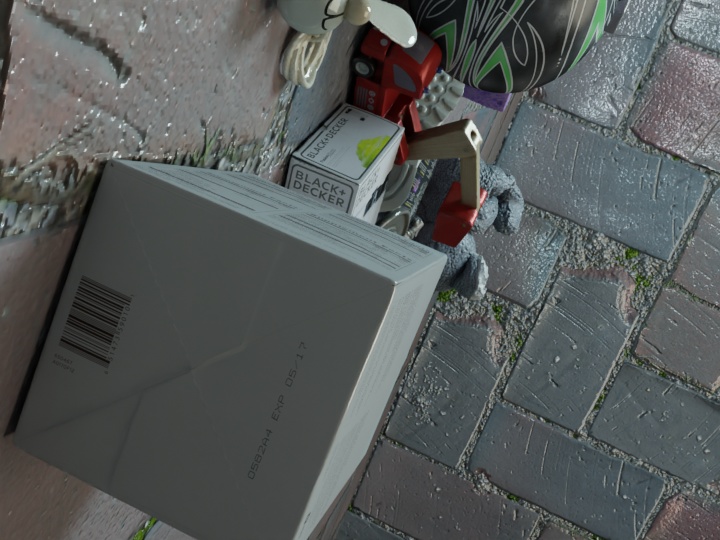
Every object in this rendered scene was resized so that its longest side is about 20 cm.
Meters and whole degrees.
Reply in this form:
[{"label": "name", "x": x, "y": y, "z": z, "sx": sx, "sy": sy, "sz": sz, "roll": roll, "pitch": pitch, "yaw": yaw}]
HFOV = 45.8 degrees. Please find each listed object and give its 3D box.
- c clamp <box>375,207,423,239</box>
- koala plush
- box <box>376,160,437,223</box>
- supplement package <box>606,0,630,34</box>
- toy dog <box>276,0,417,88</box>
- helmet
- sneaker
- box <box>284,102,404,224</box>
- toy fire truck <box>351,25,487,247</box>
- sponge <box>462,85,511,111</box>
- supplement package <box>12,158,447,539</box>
[{"label": "c clamp", "x": 0.000, "y": 0.000, "z": 0.942, "sx": 0.200, "sy": 0.027, "sz": 0.171, "roll": -41, "pitch": 169, "yaw": -14}, {"label": "koala plush", "x": 0.129, "y": -0.061, "z": 1.252, "sx": 0.184, "sy": 0.177, "sz": 0.200, "roll": 46, "pitch": 62, "yaw": -70}, {"label": "box", "x": 0.051, "y": -0.113, "z": 1.063, "sx": 0.200, "sy": 0.043, "sz": 0.161, "roll": -3, "pitch": 117, "yaw": -80}, {"label": "supplement package", "x": 0.252, "y": -0.396, "z": 1.025, "sx": 0.200, "sy": 0.191, "sz": 0.147, "roll": -34, "pitch": 146, "yaw": -74}, {"label": "toy dog", "x": 0.030, "y": -0.202, "z": 0.547, "sx": 0.132, "sy": 0.096, "sz": 0.200, "roll": 89, "pitch": 26, "yaw": -69}, {"label": "helmet", "x": 0.133, "y": -0.254, "z": 0.735, "sx": 0.191, "sy": 0.200, "sz": 0.200, "roll": -54, "pitch": 165, "yaw": -67}, {"label": "sneaker", "x": 0.046, "y": -0.152, "z": 0.893, "sx": 0.200, "sy": 0.076, "sz": 0.081, "roll": -61, "pitch": -178, "yaw": -4}, {"label": "box", "x": -0.030, "y": -0.031, "z": 0.751, "sx": 0.117, "sy": 0.060, "sz": 0.200, "roll": -55, "pitch": 166, "yaw": -52}, {"label": "toy fire truck", "x": 0.057, "y": -0.119, "z": 0.769, "sx": 0.200, "sy": 0.141, "sz": 0.049, "roll": 102, "pitch": 15, "yaw": -54}, {"label": "sponge", "x": 0.131, "y": -0.270, "z": 0.909, "sx": 0.030, "sy": 0.111, "sz": 0.200, "roll": -57, "pitch": 168, "yaw": -37}, {"label": "supplement package", "x": -0.056, "y": 0.037, "z": 0.485, "sx": 0.200, "sy": 0.150, "sz": 0.152, "roll": -21, "pitch": 133, "yaw": -77}]
